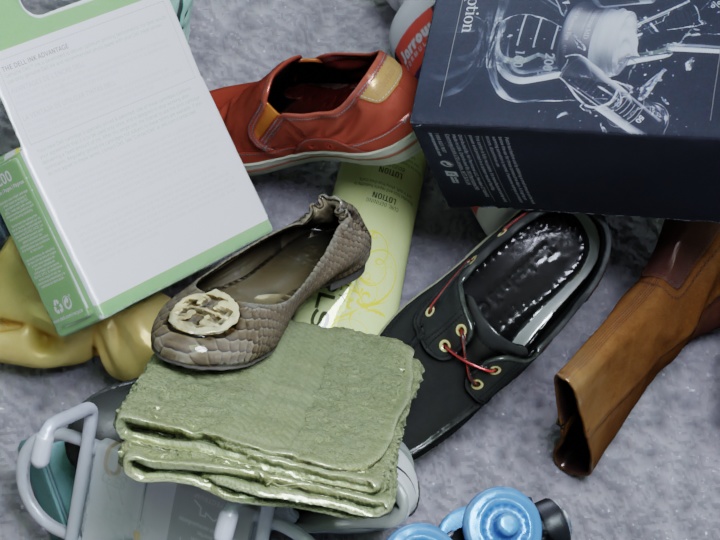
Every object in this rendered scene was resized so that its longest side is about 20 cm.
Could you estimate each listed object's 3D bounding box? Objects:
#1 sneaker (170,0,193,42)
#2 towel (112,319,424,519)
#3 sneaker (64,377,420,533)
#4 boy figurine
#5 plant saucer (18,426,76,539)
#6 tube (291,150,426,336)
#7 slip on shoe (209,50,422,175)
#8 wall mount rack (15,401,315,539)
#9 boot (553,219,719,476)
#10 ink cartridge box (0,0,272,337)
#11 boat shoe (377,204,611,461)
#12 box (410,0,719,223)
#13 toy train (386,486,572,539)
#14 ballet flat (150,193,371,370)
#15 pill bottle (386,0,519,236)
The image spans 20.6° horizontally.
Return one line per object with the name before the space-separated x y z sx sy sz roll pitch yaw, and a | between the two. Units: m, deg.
sneaker | -0.141 -0.118 1.186 0.073 0.118 0.201 8 64 -10
towel | -0.045 0.072 1.045 0.148 0.037 0.200 13 22 2
sneaker | -0.063 0.103 1.084 0.199 0.089 0.075 8 96 -6
boy figurine | -0.174 0.001 1.146 0.199 0.064 0.125 29 84 1
plant saucer | -0.126 0.172 1.105 0.070 0.019 0.201 -16 68 -20
tube | 0.000 0.000 1.200 0.058 0.052 0.201 3 67 27
slip on shoe | -0.040 -0.099 1.174 0.061 0.199 0.074 51 58 -33
wall mount rack | -0.120 0.171 1.043 0.199 0.175 0.074 19 20 21
boot | 0.170 0.000 1.166 0.068 0.189 0.200 34 60 25
ink cartridge box | -0.145 -0.083 1.097 0.145 0.048 0.201 -29 95 -45
boat shoe | 0.066 0.035 1.149 0.074 0.063 0.201 44 88 -6
box | 0.141 -0.139 1.109 0.181 0.104 0.201 4 66 17
toy train | 0.040 0.198 1.092 0.199 0.087 0.115 -22 79 -19
ballet flat | -0.050 0.003 1.091 0.067 0.047 0.200 23 29 22
pill bottle | 0.085 -0.128 1.244 0.111 0.112 0.201 -19 70 -20
